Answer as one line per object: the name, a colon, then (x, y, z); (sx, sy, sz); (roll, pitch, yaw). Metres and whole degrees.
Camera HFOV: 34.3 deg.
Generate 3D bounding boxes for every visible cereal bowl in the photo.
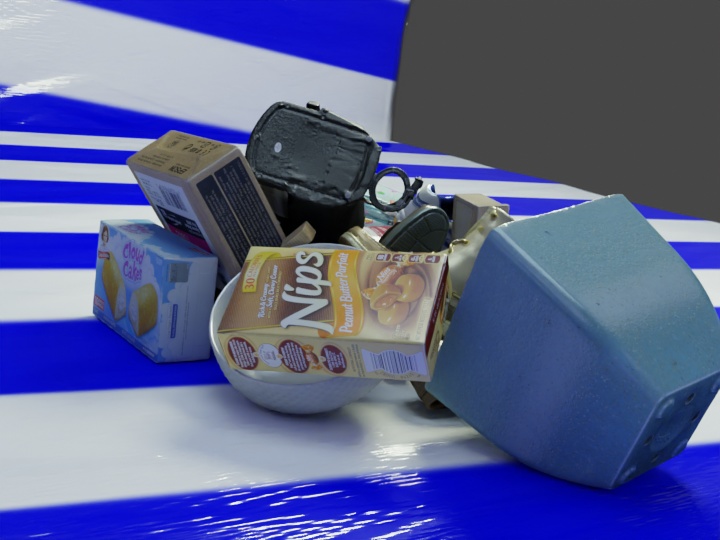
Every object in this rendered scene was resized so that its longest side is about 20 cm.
cereal bowl: (-0.048, 0.068, 1.165); (0.197, 0.084, 0.201); (-7, 43, 6)

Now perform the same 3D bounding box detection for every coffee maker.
coffee maker: (-0.040, -0.074, 1.345); (0.192, 0.135, 0.200); (40, -19, 14)

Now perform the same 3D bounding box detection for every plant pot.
plant pot: (0.213, 0.080, 1.064); (0.195, 0.197, 0.200); (-14, 48, -39)

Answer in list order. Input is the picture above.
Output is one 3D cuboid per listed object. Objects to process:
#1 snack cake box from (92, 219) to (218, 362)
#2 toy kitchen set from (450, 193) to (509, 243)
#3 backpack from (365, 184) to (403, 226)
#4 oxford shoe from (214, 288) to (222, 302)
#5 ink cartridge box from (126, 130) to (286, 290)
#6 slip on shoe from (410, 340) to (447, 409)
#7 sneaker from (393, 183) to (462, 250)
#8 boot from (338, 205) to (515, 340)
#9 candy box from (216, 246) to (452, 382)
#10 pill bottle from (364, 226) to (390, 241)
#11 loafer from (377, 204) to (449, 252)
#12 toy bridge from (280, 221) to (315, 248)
snack cake box: (-0.234, 0.018, 1.312); (0.066, 0.117, 0.199); (-2, 14, -32)
toy kitchen set: (0.229, 0.009, 1.438); (0.197, 0.183, 0.163); (-2, 15, -18)
backpack: (0.016, -0.066, 1.765); (0.198, 0.128, 0.167); (19, 6, -4)
oxford shoe: (-0.155, 0.048, 1.370); (0.083, 0.073, 0.200); (-19, 17, -2)
ink cartridge box: (-0.167, -0.062, 1.310); (0.075, 0.166, 0.199); (-35, 25, -20)
slip on shoe: (0.139, 0.114, 1.212); (0.198, 0.076, 0.061); (8, 49, -32)
sneaker: (0.142, -0.050, 1.518); (0.198, 0.088, 0.076); (16, 37, -33)
boot: (0.090, -0.016, 1.268); (0.199, 0.156, 0.073); (39, -12, 3)
candy box: (-0.022, 0.038, 1.088); (0.197, 0.056, 0.116); (3, 45, 16)
pill bottle: (0.000, 0.000, 1.522); (0.198, 0.116, 0.114); (-3, 15, -37)
loafer: (0.022, 0.004, 1.331); (0.072, 0.201, 0.063); (36, -1, -35)
toy bridge: (-0.018, 0.041, 1.266); (0.200, 0.067, 0.027); (48, 21, -17)
